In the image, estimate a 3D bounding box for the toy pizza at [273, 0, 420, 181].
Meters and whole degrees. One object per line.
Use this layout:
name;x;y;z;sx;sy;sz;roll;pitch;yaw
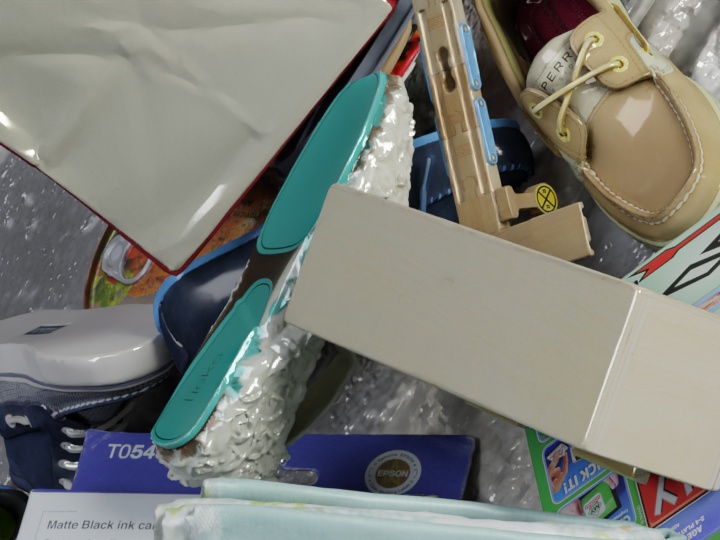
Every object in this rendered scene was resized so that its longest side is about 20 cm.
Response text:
toy pizza;0.019;-0.126;1.258;0.201;0.032;0.200;-57;10;16

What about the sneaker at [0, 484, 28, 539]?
sneaker;-0.253;0.155;1.326;0.089;0.199;0.079;-31;86;55

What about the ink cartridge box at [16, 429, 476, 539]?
ink cartridge box;-0.061;0.142;1.111;0.198;0.041;0.201;-2;51;18

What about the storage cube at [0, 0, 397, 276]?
storage cube;-0.095;-0.135;1.229;0.200;0.171;0.180;-49;12;18

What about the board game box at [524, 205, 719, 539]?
board game box;0.148;0.039;0.994;0.200;0.029;0.135;-39;41;29

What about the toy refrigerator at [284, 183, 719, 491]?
toy refrigerator;0.060;0.026;1.015;0.200;0.076;0.070;20;91;52

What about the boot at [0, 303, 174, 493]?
boot;-0.137;0.070;1.315;0.200;0.072;0.091;1;112;62

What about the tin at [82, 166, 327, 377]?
tin;-0.074;0.004;1.329;0.200;0.042;0.112;8;70;53

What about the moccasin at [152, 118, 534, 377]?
moccasin;0.000;0.000;1.200;0.199;0.080;0.068;-31;67;22

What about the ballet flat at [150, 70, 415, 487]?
ballet flat;-0.022;0.011;1.122;0.072;0.072;0.201;15;73;54

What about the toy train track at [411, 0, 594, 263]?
toy train track;0.056;-0.046;1.123;0.114;0.032;0.201;-18;81;44

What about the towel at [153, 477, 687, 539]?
towel;0.016;0.171;0.956;0.048;0.199;0.172;-88;4;-84

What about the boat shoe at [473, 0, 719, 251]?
boat shoe;0.100;-0.079;1.135;0.074;0.066;0.200;-52;36;15
